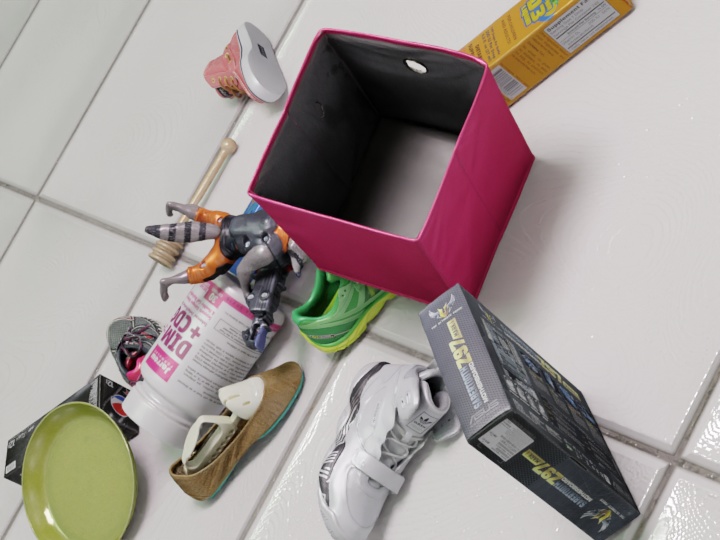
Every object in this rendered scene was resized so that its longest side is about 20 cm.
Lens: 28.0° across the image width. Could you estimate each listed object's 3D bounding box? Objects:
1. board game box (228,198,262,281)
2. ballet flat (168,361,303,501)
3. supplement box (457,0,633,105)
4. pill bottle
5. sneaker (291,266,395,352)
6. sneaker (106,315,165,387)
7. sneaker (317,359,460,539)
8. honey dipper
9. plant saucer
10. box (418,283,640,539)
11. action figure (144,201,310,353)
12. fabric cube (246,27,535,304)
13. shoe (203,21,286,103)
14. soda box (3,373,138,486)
[{"bbox_3d":[-0.106,-0.083,1.775,0.200,0.045,0.152,-58,9,-3],"label":"board game box"},{"bbox_3d":[-0.149,0.175,1.646,0.200,0.072,0.068,-49,35,11],"label":"ballet flat"},{"bbox_3d":[0.196,-0.259,1.574,0.200,0.069,0.067,-36,42,24],"label":"supplement box"},{"bbox_3d":[-0.189,0.104,1.715,0.200,0.113,0.113,-56,34,2],"label":"pill bottle"},{"bbox_3d":[0.000,0.000,1.592,0.200,0.083,0.074,-54,34,3],"label":"sneaker"},{"bbox_3d":[-0.287,0.103,1.873,0.081,0.075,0.200,-57,34,0],"label":"sneaker"},{"bbox_3d":[0.029,0.173,1.425,0.115,0.075,0.201,-18,46,46],"label":"sneaker"},{"bbox_3d":[-0.229,-0.098,1.997,0.038,0.038,0.200,14,72,54],"label":"honey dipper"},{"bbox_3d":[-0.343,0.263,1.795,0.199,0.031,0.201,-3,85,36],"label":"plant saucer"},{"bbox_3d":[0.142,0.121,1.218,0.051,0.200,0.158,-37,39,16],"label":"box"},{"bbox_3d":[-0.138,-0.012,1.618,0.193,0.105,0.201,-6,54,14],"label":"action figure"},{"bbox_3d":[0.038,-0.099,1.467,0.196,0.199,0.201,16,75,27],"label":"fabric cube"},{"bbox_3d":[-0.164,-0.268,2.026,0.091,0.071,0.200,-45,31,19],"label":"shoe"},{"bbox_3d":[-0.379,0.218,1.896,0.200,0.071,0.063,-34,41,29],"label":"soda box"}]
